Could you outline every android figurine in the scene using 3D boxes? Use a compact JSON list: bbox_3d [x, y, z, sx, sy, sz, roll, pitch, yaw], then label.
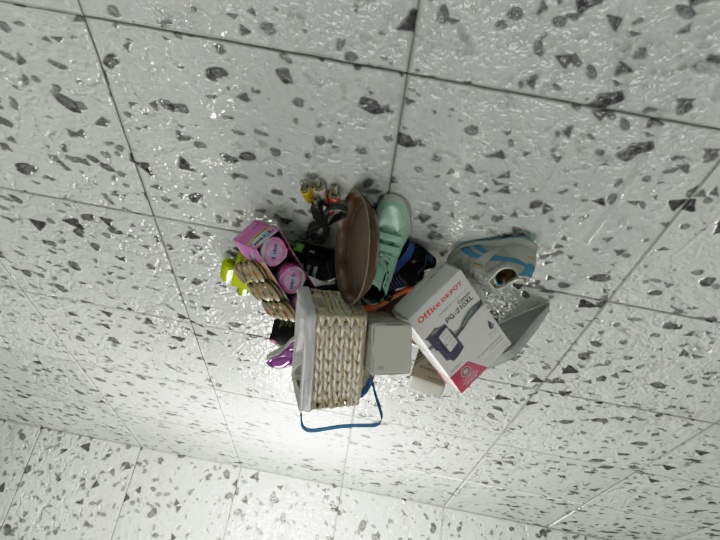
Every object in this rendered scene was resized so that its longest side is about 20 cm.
[{"bbox_3d":[-0.229,0.013,1.507,0.178,0.042,0.201,18,150,-10],"label":"android figurine"}]

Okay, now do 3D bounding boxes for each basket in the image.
[{"bbox_3d":[-0.061,0.147,1.253,0.120,0.136,0.205,2,109,-13],"label":"basket"},{"bbox_3d":[-0.052,0.242,1.399,0.171,0.204,0.140,-1,144,-16],"label":"basket"}]

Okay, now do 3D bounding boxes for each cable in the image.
[{"bbox_3d":[-0.065,-0.108,1.268,0.095,0.052,0.201,14,159,6],"label":"cable"}]

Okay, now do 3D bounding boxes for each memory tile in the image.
[{"bbox_3d":[-0.202,0.043,1.374,0.155,0.017,0.199,54,161,-12],"label":"memory tile"}]

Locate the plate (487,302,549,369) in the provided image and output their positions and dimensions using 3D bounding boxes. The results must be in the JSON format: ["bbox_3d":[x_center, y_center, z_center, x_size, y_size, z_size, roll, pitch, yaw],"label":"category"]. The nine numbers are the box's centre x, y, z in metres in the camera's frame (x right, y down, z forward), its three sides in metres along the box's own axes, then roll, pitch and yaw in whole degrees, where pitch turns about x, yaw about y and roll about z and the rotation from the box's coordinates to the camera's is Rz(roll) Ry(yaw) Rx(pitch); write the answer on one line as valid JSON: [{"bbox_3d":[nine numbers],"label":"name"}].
[{"bbox_3d":[0.303,0.159,1.428,0.033,0.198,0.199,54,140,-1],"label":"plate"}]

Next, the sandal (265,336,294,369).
[{"bbox_3d":[-0.150,0.201,1.522,0.081,0.051,0.201,28,142,-26],"label":"sandal"}]

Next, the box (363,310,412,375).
[{"bbox_3d":[0.034,0.135,1.276,0.076,0.098,0.200,1,-176,-13],"label":"box"}]

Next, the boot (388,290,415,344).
[{"bbox_3d":[0.062,0.108,1.523,0.096,0.076,0.200,-13,129,46],"label":"boot"}]

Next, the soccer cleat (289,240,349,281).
[{"bbox_3d":[-0.096,-0.023,1.351,0.197,0.069,0.081,2,146,45],"label":"soccer cleat"}]

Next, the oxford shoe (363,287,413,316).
[{"bbox_3d":[0.072,0.087,1.420,0.196,0.074,0.071,-24,175,-10],"label":"oxford shoe"}]

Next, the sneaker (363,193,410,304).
[{"bbox_3d":[0.046,-0.031,1.225,0.072,0.119,0.204,12,125,3],"label":"sneaker"}]

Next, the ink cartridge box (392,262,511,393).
[{"bbox_3d":[0.178,0.110,1.297,0.201,0.144,0.084,52,171,-20],"label":"ink cartridge box"}]

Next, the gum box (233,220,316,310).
[{"bbox_3d":[-0.164,0.005,1.346,0.113,0.066,0.202,21,146,53],"label":"gum box"}]

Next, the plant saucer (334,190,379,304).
[{"bbox_3d":[-0.005,-0.041,1.201,0.031,0.205,0.201,3,153,-18],"label":"plant saucer"}]

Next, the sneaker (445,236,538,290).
[{"bbox_3d":[0.242,-0.008,1.272,0.197,0.083,0.076,-11,144,43],"label":"sneaker"}]

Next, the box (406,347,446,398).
[{"bbox_3d":[0.168,0.169,1.460,0.080,0.204,0.069,17,149,4],"label":"box"}]

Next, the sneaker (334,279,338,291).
[{"bbox_3d":[0.000,0.000,1.365,0.070,0.085,0.200,20,148,-15],"label":"sneaker"}]

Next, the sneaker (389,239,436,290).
[{"bbox_3d":[0.080,0.012,1.371,0.077,0.071,0.200,28,145,-14],"label":"sneaker"}]

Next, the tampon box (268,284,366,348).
[{"bbox_3d":[-0.087,0.132,1.564,0.196,0.129,0.150,-10,143,31],"label":"tampon box"}]
